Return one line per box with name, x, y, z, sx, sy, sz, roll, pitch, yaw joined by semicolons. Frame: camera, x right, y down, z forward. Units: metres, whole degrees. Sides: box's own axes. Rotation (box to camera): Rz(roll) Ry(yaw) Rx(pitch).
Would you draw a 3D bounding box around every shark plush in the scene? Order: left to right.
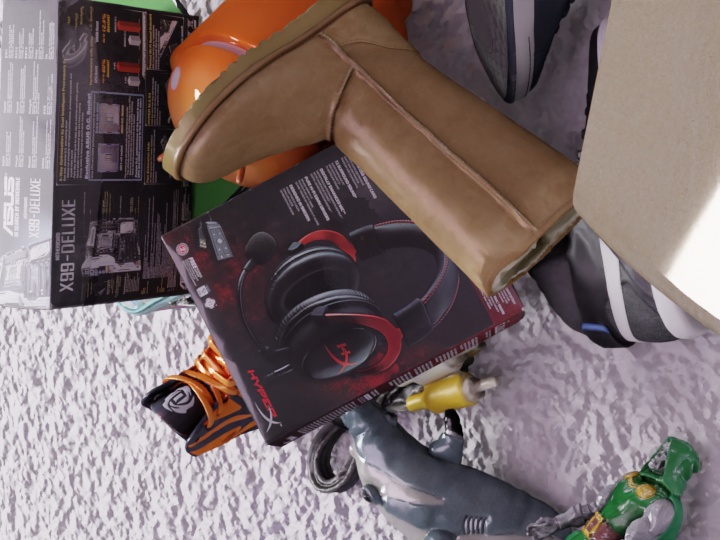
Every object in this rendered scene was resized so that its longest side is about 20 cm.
shark plush;0.046;0.126;1.098;0.083;0.091;0.200;-45;76;17

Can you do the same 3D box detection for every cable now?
cable;0.013;0.082;1.141;0.200;0.050;0.097;-38;70;33

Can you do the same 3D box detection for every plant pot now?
plant pot;0.230;-0.074;0.870;0.177;0.200;0.200;25;111;45

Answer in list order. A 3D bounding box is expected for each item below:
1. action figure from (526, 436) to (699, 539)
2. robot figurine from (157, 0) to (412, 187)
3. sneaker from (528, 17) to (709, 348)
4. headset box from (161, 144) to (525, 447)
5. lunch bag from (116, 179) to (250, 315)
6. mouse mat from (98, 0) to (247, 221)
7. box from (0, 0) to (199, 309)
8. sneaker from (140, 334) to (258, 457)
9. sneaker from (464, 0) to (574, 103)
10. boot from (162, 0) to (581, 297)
action figure;0.137;0.182;1.018;0.200;0.055;0.118;-48;21;3
robot figurine;-0.046;-0.135;1.078;0.144;0.200;0.117;38;158;1
sneaker;0.141;-0.049;1.009;0.112;0.073;0.200;-14;87;39
headset box;0.000;0.000;1.031;0.200;0.075;0.149;-27;82;0
lunch bag;-0.144;-0.067;1.232;0.160;0.077;0.200;-23;79;37
mouse mat;-0.159;-0.111;1.180;0.161;0.008;0.200;-43;72;24
box;-0.173;-0.077;1.096;0.050;0.158;0.200;5;96;28
sneaker;-0.090;0.067;1.137;0.078;0.112;0.200;44;148;26
sneaker;0.140;-0.192;0.985;0.202;0.146;0.077;89;159;-52
boot;0.011;-0.059;0.955;0.200;0.175;0.066;43;165;13
